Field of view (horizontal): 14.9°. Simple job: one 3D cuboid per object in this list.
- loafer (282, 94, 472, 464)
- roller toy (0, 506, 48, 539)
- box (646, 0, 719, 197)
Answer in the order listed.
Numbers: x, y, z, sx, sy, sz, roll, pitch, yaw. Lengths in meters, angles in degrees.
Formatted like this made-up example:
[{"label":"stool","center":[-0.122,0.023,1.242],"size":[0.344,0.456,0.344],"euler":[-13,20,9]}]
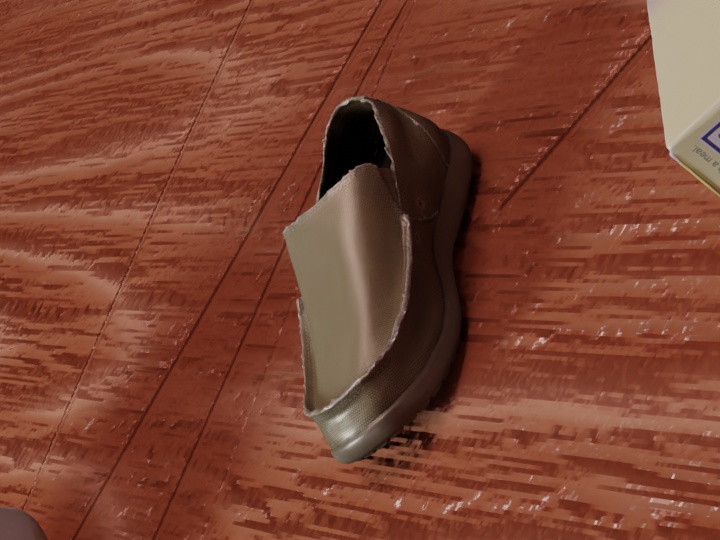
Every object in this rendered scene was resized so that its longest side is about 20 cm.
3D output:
[{"label":"loafer","center":[0.000,0.000,1.177],"size":[0.076,0.067,0.201],"euler":[-41,25,32]},{"label":"roller toy","center":[-0.228,0.185,1.290],"size":[0.183,0.139,0.200],"euler":[-58,21,22]},{"label":"box","center":[0.195,-0.122,0.904],"size":[0.200,0.097,0.176],"euler":[-43,24,25]}]
